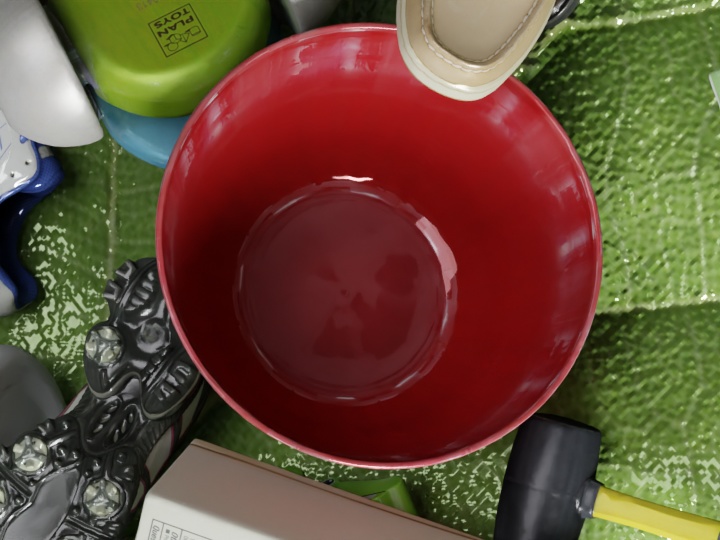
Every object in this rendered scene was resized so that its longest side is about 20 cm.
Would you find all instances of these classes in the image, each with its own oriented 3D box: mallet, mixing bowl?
[{"bbox_3d":[0.150,0.127,1.269,0.199,0.041,0.066,23,95,23],"label":"mallet"},{"bbox_3d":[0.000,0.000,1.293,0.199,0.108,0.202,2,76,-10],"label":"mixing bowl"}]

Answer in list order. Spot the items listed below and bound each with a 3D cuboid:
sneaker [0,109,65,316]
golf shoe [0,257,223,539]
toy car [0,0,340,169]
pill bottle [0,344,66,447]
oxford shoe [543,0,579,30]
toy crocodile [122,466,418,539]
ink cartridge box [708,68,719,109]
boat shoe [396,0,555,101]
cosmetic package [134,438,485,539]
[{"bbox_3d":[-0.185,-0.075,1.447,0.088,0.075,0.201,11,97,16],"label":"sneaker"},{"bbox_3d":[-0.121,0.092,1.358,0.077,0.088,0.201,33,84,19],"label":"golf shoe"},{"bbox_3d":[-0.099,-0.127,1.351,0.174,0.150,0.200,-27,48,-6],"label":"toy car"},{"bbox_3d":[-0.254,0.096,1.433,0.199,0.116,0.117,-2,85,27],"label":"pill bottle"},{"bbox_3d":[0.020,-0.179,1.335,0.200,0.084,0.073,38,101,23],"label":"oxford shoe"},{"bbox_3d":[-0.061,0.136,1.365,0.199,0.062,0.068,-19,109,23],"label":"toy crocodile"},{"bbox_3d":[0.232,-0.007,1.223,0.103,0.059,0.201,-22,76,24],"label":"ink cartridge box"},{"bbox_3d":[0.074,-0.171,1.267,0.073,0.069,0.201,25,67,-5],"label":"boat shoe"},{"bbox_3d":[-0.005,0.162,1.280,0.199,0.073,0.104,19,112,9],"label":"cosmetic package"}]
